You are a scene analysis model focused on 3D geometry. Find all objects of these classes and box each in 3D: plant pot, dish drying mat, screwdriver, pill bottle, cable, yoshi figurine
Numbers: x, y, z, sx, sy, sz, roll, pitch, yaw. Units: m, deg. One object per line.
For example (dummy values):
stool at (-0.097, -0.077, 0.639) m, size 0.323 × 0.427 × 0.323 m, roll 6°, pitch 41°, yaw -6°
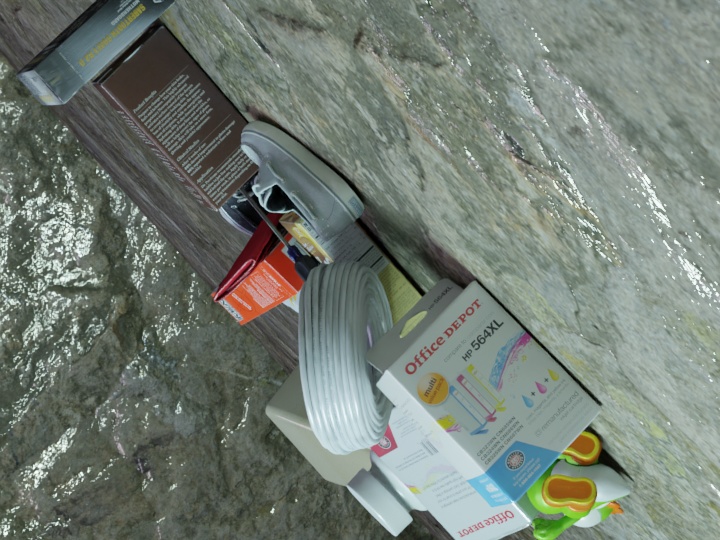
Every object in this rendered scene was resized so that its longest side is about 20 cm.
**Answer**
plant pot at (0.024, 0.202, 2.024) m, size 0.176 × 0.200 × 0.200 m, roll 22°, pitch 157°, yaw 44°
dish drying mat at (-0.125, -0.028, 1.719) m, size 0.018 × 0.077 × 0.200 m, roll 41°, pitch -155°, yaw -9°
screwdriver at (-0.089, -0.038, 1.669) m, size 0.029 × 0.028 × 0.200 m, roll 7°, pitch -143°, yaw -51°
pill bottle at (0.082, 0.233, 1.825) m, size 0.110 × 0.200 × 0.110 m, roll 44°, pitch 171°, yaw 9°
cable at (-0.013, 0.091, 1.496) m, size 0.201 × 0.069 × 0.201 m, roll 71°, pitch -162°, yaw -49°
yoshi figurine at (0.217, 0.230, 1.545) m, size 0.112 × 0.112 × 0.200 m, roll 56°, pitch 178°, yaw 24°

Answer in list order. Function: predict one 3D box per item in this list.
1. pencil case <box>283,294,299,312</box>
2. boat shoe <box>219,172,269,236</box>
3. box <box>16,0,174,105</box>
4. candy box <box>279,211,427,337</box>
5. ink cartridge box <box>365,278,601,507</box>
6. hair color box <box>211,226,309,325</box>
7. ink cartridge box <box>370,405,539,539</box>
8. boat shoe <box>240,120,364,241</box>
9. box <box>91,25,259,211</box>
pencil case at (-0.049, 0.023, 1.877) m, size 0.200 × 0.090 × 0.084 m, roll -160°, pitch 69°, yaw -67°
boat shoe at (-0.157, -0.116, 1.815) m, size 0.201 × 0.072 × 0.068 m, roll 59°, pitch 167°, yaw -28°
box at (-0.288, -0.247, 1.534) m, size 0.048 × 0.158 × 0.200 m, roll 47°, pitch 170°, yaw -17°
candy box at (0.000, 0.000, 1.635) m, size 0.200 × 0.055 × 0.115 m, roll 48°, pitch 171°, yaw -12°
ink cartridge box at (0.112, 0.114, 1.403) m, size 0.200 × 0.129 × 0.125 m, roll 45°, pitch 170°, yaw 4°
hair color box at (-0.106, -0.005, 1.780) m, size 0.061 × 0.102 × 0.200 m, roll 43°, pitch 153°, yaw -9°
ink cartridge box at (0.114, 0.215, 1.679) m, size 0.200 × 0.083 × 0.146 m, roll 47°, pitch 142°, yaw -5°
boat shoe at (-0.080, -0.095, 1.530) m, size 0.200 × 0.072 × 0.070 m, roll 38°, pitch 168°, yaw 41°
box at (-0.205, -0.175, 1.657) m, size 0.200 × 0.100 × 0.075 m, roll 50°, pitch 170°, yaw -21°
